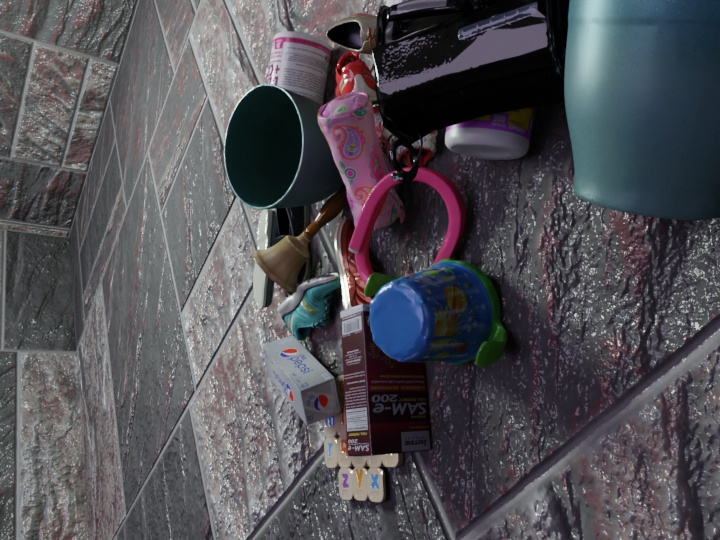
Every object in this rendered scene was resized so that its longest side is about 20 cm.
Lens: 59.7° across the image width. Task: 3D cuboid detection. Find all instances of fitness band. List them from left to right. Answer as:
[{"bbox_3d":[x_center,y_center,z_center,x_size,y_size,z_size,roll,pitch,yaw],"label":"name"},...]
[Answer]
[{"bbox_3d":[0.064,-0.047,0.875,0.143,0.037,0.201,29,114,16],"label":"fitness band"}]

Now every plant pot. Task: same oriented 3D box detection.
[{"bbox_3d":[-0.108,-0.201,1.073,0.200,0.160,0.202,2,92,42],"label":"plant pot"},{"bbox_3d":[0.269,-0.149,0.541,0.200,0.199,0.189,31,124,53],"label":"plant pot"}]

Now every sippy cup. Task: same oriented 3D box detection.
[{"bbox_3d":[0.085,0.057,0.782,0.177,0.130,0.141,-16,82,42],"label":"sippy cup"}]

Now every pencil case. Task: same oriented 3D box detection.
[{"bbox_3d":[0.004,-0.155,0.916,0.087,0.087,0.201,32,149,53],"label":"pencil case"}]

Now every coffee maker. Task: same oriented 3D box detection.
[{"bbox_3d":[0.128,-0.208,0.665,0.199,0.134,0.194,-5,101,34],"label":"coffee maker"}]

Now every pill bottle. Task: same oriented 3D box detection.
[{"bbox_3d":[-0.125,-0.338,1.198,0.113,0.113,0.202,13,95,55],"label":"pill bottle"},{"bbox_3d":[0.167,-0.244,0.767,0.104,0.104,0.202,9,92,55],"label":"pill bottle"}]

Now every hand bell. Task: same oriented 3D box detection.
[{"bbox_3d":[-0.087,-0.068,1.112,0.200,0.104,0.104,-46,44,8],"label":"hand bell"}]

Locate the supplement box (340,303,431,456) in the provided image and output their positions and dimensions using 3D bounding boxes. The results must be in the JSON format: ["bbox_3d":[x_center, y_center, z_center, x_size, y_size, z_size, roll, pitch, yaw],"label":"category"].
[{"bbox_3d":[0.035,0.153,0.881,0.061,0.108,0.202,-22,67,51],"label":"supplement box"}]

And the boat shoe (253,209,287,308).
[{"bbox_3d":[-0.173,-0.022,1.253,0.073,0.061,0.202,-13,72,59],"label":"boat shoe"}]

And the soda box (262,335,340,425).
[{"bbox_3d":[-0.105,0.184,1.083,0.200,0.063,0.069,30,133,60],"label":"soda box"}]

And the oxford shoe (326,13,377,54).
[{"bbox_3d":[0.038,-0.355,0.958,0.199,0.074,0.071,13,122,34],"label":"oxford shoe"}]

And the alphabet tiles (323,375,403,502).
[{"bbox_3d":[0.000,0.261,0.993,0.200,0.015,0.197,-24,65,51],"label":"alphabet tiles"}]

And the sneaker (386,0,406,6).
[{"bbox_3d":[0.056,-0.489,0.975,0.078,0.099,0.202,17,98,55],"label":"sneaker"}]

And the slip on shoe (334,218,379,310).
[{"bbox_3d":[0.000,0.000,1.008,0.061,0.074,0.201,-20,56,14],"label":"slip on shoe"}]

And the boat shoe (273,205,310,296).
[{"bbox_3d":[-0.135,-0.047,1.206,0.074,0.062,0.202,-12,75,52],"label":"boat shoe"}]

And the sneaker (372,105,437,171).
[{"bbox_3d":[0.042,-0.196,0.971,0.201,0.067,0.109,-16,69,51],"label":"sneaker"}]

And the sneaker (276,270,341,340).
[{"bbox_3d":[-0.074,0.059,1.107,0.200,0.077,0.080,-44,69,48],"label":"sneaker"}]

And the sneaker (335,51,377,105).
[{"bbox_3d":[-0.007,-0.306,1.002,0.200,0.076,0.085,-114,7,-72],"label":"sneaker"}]
